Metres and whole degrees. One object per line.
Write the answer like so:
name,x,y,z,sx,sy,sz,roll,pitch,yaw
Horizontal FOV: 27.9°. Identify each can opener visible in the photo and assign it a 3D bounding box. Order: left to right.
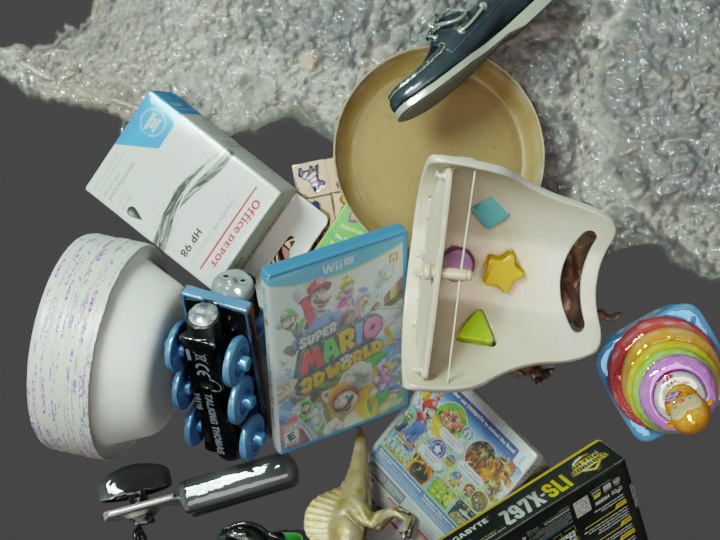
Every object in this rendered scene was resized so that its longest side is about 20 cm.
can opener,-0.162,0.204,1.420,0.197,0.053,0.068,-17,74,1

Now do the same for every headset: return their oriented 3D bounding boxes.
headset,-0.137,0.278,1.402,0.198,0.123,0.095,-17,94,32

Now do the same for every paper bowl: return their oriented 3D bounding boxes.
paper bowl,-0.219,0.073,1.327,0.103,0.201,0.204,11,99,11

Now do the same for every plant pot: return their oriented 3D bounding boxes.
plant pot,0.072,-0.107,1.346,0.197,0.027,0.203,0,85,-4

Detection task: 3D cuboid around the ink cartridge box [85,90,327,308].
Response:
ink cartridge box,-0.142,-0.064,1.359,0.199,0.067,0.116,37,99,7

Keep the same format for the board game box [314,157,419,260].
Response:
board game box,0.000,0.000,1.374,0.095,0.030,0.201,35,97,0

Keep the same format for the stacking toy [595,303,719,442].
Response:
stacking toy,0.281,0.108,1.295,0.115,0.200,0.111,-30,95,9

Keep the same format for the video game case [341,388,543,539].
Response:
video game case,0.065,0.208,1.383,0.143,0.018,0.201,44,102,32

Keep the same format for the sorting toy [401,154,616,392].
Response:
sorting toy,0.133,0.005,1.274,0.177,0.107,0.203,7,99,-3

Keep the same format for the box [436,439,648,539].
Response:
box,0.175,0.276,1.345,0.198,0.049,0.161,-29,119,-15

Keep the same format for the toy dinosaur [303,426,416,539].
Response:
toy dinosaur,-0.001,0.229,1.351,0.100,0.058,0.202,14,63,9

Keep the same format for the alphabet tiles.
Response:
alphabet tiles,-0.019,-0.024,1.390,0.197,0.008,0.170,-11,94,4

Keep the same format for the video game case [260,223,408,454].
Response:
video game case,-0.020,0.065,1.325,0.142,0.018,0.202,-18,127,-23

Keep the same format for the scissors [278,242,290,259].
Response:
scissors,-0.047,0.023,1.404,0.199,0.014,0.074,36,99,-2

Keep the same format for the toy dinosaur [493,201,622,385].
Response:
toy dinosaur,0.157,0.025,1.354,0.199,0.086,0.136,-33,95,13

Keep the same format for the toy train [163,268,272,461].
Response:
toy train,-0.120,0.086,1.329,0.086,0.115,0.202,12,138,18

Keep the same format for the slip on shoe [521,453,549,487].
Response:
slip on shoe,0.101,0.239,1.405,0.201,0.074,0.061,-52,57,16

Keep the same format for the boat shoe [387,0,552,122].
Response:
boat shoe,0.094,-0.213,1.308,0.200,0.075,0.062,-41,90,-9
